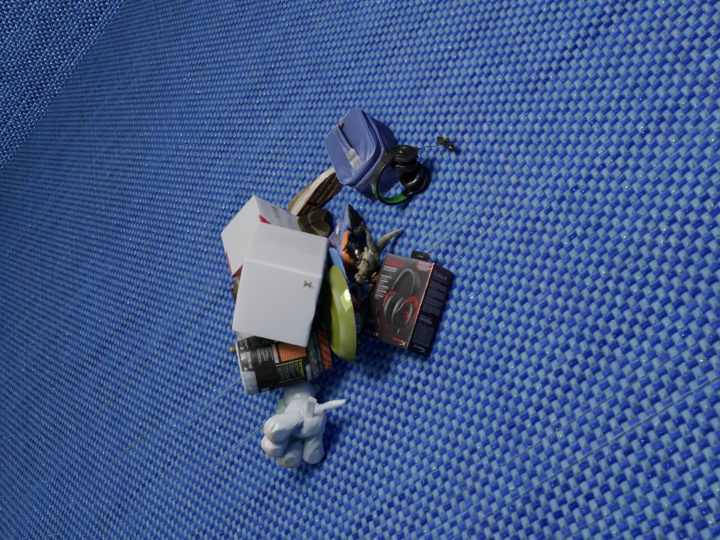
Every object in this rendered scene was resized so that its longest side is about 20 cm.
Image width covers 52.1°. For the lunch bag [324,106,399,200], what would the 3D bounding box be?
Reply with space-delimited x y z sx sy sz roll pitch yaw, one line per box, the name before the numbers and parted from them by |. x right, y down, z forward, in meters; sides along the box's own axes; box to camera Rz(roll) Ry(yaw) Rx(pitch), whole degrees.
lunch bag | 0.002 -0.284 1.729 0.136 0.131 0.203 -43 49 22

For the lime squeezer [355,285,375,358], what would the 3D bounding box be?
lime squeezer | -0.003 0.116 1.617 0.071 0.037 0.203 102 -177 -54

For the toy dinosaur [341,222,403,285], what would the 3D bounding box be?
toy dinosaur | 0.015 -0.048 1.594 0.201 0.087 0.048 -54 2 -37

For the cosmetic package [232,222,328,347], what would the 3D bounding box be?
cosmetic package | -0.166 0.025 1.561 0.201 0.162 0.171 -87 12 -65

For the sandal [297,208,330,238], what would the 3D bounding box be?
sandal | -0.104 -0.098 1.778 0.080 0.056 0.201 -17 26 -6

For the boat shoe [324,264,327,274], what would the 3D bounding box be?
boat shoe | -0.162 0.012 1.741 0.073 0.194 0.064 128 144 -76

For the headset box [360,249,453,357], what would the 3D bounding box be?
headset box | 0.099 0.059 1.533 0.147 0.074 0.205 14 84 47

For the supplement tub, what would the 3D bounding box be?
supplement tub | -0.166 0.190 1.605 0.194 0.124 0.125 -12 55 -9

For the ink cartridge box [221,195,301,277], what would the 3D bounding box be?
ink cartridge box | -0.213 -0.054 1.799 0.145 0.198 0.147 -44 47 24

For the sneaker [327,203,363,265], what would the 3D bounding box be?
sneaker | -0.041 -0.081 1.692 0.077 0.076 0.202 -25 31 24

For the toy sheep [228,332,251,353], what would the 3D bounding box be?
toy sheep | -0.230 0.159 1.712 0.137 0.136 0.205 34 110 46

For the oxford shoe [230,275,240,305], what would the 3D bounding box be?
oxford shoe | -0.273 0.066 1.771 0.071 0.201 0.073 -35 77 -20

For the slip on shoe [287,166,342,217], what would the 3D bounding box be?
slip on shoe | -0.115 -0.199 1.854 0.200 0.075 0.061 -48 53 29

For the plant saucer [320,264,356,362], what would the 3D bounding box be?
plant saucer | -0.051 0.092 1.534 0.200 0.030 0.206 170 91 -75

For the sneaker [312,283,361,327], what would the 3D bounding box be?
sneaker | -0.083 0.100 1.687 0.200 0.084 0.076 -45 47 19

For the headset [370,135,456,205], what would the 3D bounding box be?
headset | 0.114 -0.221 1.609 0.199 0.124 0.094 -42 47 -4

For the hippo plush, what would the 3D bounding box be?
hippo plush | -0.150 0.310 1.613 0.162 0.155 0.204 59 135 53

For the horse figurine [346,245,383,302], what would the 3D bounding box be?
horse figurine | 0.000 0.000 1.658 0.133 0.050 0.198 -47 32 -18

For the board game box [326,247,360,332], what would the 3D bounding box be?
board game box | -0.031 0.050 1.572 0.158 0.038 0.206 -132 36 -64
